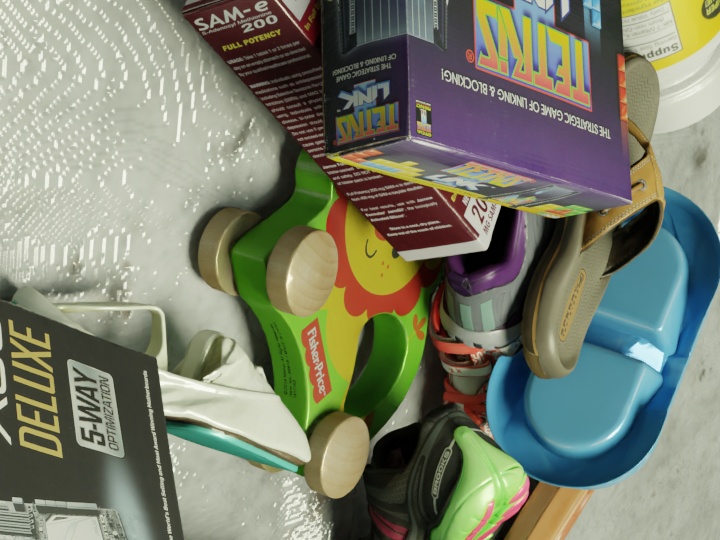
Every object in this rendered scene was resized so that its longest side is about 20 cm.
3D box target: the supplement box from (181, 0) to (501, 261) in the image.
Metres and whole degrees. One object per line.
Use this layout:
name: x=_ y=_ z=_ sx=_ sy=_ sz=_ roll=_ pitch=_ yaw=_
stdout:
supplement box: x=0.007 y=-0.109 z=0.769 sx=0.200 sy=0.061 sz=0.109 roll=46 pitch=52 yaw=-35

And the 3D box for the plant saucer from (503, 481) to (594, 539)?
plant saucer: x=0.127 y=0.182 z=1.041 sx=0.201 sy=0.032 sz=0.201 roll=-53 pitch=166 yaw=-19

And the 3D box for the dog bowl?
dog bowl: x=0.155 y=0.045 z=0.923 sx=0.201 sy=0.111 sz=0.050 roll=-66 pitch=155 yaw=-13

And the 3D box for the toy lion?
toy lion: x=0.000 y=0.000 z=0.864 sx=0.191 sy=0.068 sz=0.201 roll=-40 pitch=132 yaw=-40

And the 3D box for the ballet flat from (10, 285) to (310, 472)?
ballet flat: x=-0.098 y=0.054 z=0.756 sx=0.199 sy=0.069 sz=0.070 roll=20 pitch=91 yaw=-37

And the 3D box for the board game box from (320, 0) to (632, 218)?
board game box: x=0.063 y=-0.124 z=0.748 sx=0.199 sy=0.056 sz=0.167 roll=9 pitch=75 yaw=-50

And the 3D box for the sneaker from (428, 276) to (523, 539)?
sneaker: x=0.070 y=0.080 z=0.965 sx=0.108 sy=0.067 sz=0.203 roll=33 pitch=77 yaw=-48

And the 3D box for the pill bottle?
pill bottle: x=0.167 y=-0.188 z=0.920 sx=0.114 sy=0.114 sz=0.201 roll=-50 pitch=136 yaw=-21

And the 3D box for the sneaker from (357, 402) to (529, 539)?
sneaker: x=0.038 y=0.139 z=0.904 sx=0.076 sy=0.084 sz=0.200 roll=-21 pitch=160 yaw=-33

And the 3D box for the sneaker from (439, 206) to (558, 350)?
sneaker: x=0.099 y=-0.054 z=0.895 sx=0.088 sy=0.074 sz=0.201 roll=72 pitch=33 yaw=-59

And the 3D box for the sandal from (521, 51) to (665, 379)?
sandal: x=0.148 y=-0.029 z=0.880 sx=0.082 sy=0.054 sz=0.201 roll=37 pitch=69 yaw=-53

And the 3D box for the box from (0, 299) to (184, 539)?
box: x=-0.138 y=0.107 z=0.583 sx=0.050 sy=0.201 sz=0.157 roll=-33 pitch=142 yaw=25
